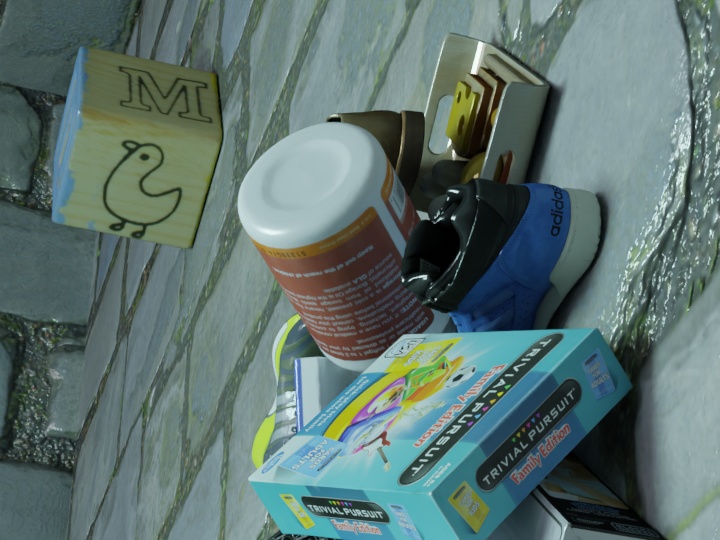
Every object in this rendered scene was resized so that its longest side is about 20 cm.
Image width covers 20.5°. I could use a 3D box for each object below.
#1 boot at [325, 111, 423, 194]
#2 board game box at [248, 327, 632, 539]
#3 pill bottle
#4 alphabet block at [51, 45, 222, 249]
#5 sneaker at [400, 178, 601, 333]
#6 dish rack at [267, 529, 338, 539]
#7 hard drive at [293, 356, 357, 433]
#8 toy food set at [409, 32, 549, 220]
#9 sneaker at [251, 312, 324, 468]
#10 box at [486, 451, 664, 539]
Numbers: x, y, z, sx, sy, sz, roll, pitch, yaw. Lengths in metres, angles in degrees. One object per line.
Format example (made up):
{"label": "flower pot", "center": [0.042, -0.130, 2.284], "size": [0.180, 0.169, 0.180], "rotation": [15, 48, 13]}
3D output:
{"label": "boot", "center": [-0.006, -0.061, 1.524], "size": [0.200, 0.075, 0.074], "rotation": [107, 167, -58]}
{"label": "board game box", "center": [0.043, 0.098, 1.192], "size": [0.151, 0.047, 0.200], "rotation": [-42, 19, -28]}
{"label": "pill bottle", "center": [0.000, 0.000, 1.427], "size": [0.113, 0.112, 0.200], "rotation": [-95, -18, -47]}
{"label": "alphabet block", "center": [-0.312, -0.172, 2.764], "size": [0.197, 0.199, 0.196], "rotation": [-99, 23, -54]}
{"label": "sneaker", "center": [0.071, 0.018, 1.299], "size": [0.200, 0.111, 0.077], "rotation": [114, 161, -44]}
{"label": "dish rack", "center": [0.000, 0.164, 1.344], "size": [0.153, 0.055, 0.200], "rotation": [-39, -1, -28]}
{"label": "hard drive", "center": [-0.015, 0.169, 1.505], "size": [0.132, 0.025, 0.201], "rotation": [16, -110, -72]}
{"label": "toy food set", "center": [0.074, -0.088, 1.465], "size": [0.200, 0.060, 0.144], "rotation": [-123, 45, -69]}
{"label": "sneaker", "center": [-0.044, 0.125, 1.790], "size": [0.081, 0.073, 0.201], "rotation": [-120, 36, -55]}
{"label": "box", "center": [0.104, 0.173, 1.164], "size": [0.200, 0.060, 0.117], "rotation": [-132, 54, -73]}
